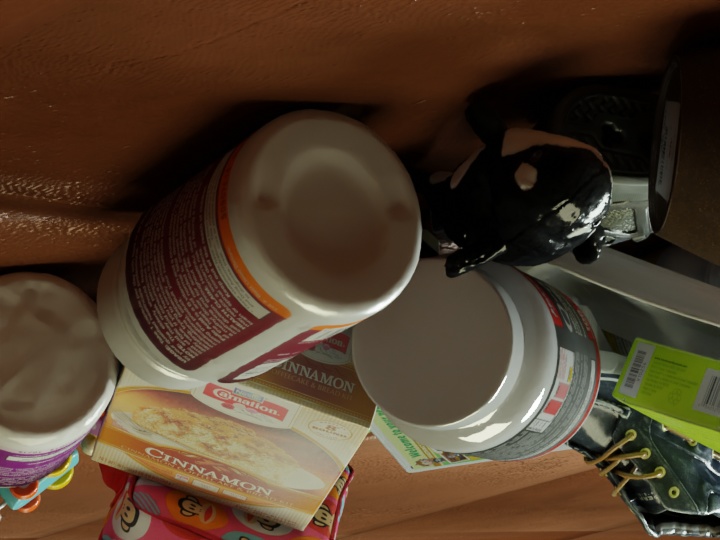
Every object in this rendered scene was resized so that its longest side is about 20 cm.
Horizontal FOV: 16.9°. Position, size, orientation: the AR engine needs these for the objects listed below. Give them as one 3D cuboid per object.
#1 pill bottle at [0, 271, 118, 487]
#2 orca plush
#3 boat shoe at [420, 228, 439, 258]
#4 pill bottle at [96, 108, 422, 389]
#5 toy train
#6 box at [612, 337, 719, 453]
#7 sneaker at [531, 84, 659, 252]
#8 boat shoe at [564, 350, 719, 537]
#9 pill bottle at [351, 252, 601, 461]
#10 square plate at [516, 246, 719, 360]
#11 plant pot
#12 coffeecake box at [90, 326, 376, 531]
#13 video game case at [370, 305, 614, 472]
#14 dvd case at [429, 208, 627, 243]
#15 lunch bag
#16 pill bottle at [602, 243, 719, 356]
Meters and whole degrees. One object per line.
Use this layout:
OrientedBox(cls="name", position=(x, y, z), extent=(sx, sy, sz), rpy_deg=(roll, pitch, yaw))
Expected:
OrientedBox(cls="pill bottle", position=(-0.225, 0.078, 1.562), extent=(0.111, 0.113, 0.200), rpy_deg=(-5, 165, -17))
OrientedBox(cls="orca plush", position=(0.060, -0.032, 1.302), extent=(0.071, 0.106, 0.199), rpy_deg=(-42, -151, -19))
OrientedBox(cls="boat shoe", position=(0.003, -0.001, 1.498), extent=(0.073, 0.064, 0.201), rpy_deg=(-11, 165, 20))
OrientedBox(cls="pill bottle", position=(-0.062, -0.004, 1.323), extent=(0.113, 0.115, 0.200), rpy_deg=(0, 165, -31))
OrientedBox(cls="toy train", position=(-0.220, 0.111, 1.747), extent=(0.200, 0.056, 0.150), rpy_deg=(-43, 171, 25))
OrientedBox(cls="box", position=(0.269, 0.106, 1.532), extent=(0.199, 0.048, 0.122), rpy_deg=(27, 174, -37))
OrientedBox(cls="sneaker", position=(0.176, -0.051, 1.352), extent=(0.198, 0.077, 0.114), rpy_deg=(6, 166, -20))
OrientedBox(cls="boat shoe", position=(0.174, 0.114, 1.567), extent=(0.199, 0.092, 0.071), rpy_deg=(16, 148, -35))
OrientedBox(cls="pill bottle", position=(0.068, 0.051, 1.423), extent=(0.115, 0.117, 0.200), rpy_deg=(-12, 170, 15))
OrientedBox(cls="square plate", position=(0.194, 0.028, 1.505), extent=(0.199, 0.029, 0.198), rpy_deg=(21, 172, 25))
OrientedBox(cls="plant pot", position=(0.253, -0.054, 1.240), extent=(0.198, 0.189, 0.187), rpy_deg=(5, 166, -1))
OrientedBox(cls="coffeecake box", position=(-0.077, 0.080, 1.534), extent=(0.152, 0.074, 0.200), rpy_deg=(20, 153, -5))
OrientedBox(cls="video game case", position=(0.088, 0.083, 1.627), extent=(0.181, 0.022, 0.200), rpy_deg=(-10, 154, 15))
OrientedBox(cls="dvd case", position=(0.163, -0.047, 1.483), extent=(0.199, 0.025, 0.150), rpy_deg=(-16, 165, 31))
OrientedBox(cls="lunch bag", position=(-0.101, 0.161, 1.674), extent=(0.175, 0.082, 0.200), rpy_deg=(25, -157, -1))
OrientedBox(cls="pill bottle", position=(0.223, 0.038, 1.687), extent=(0.111, 0.112, 0.200), rpy_deg=(1, 164, -36))
